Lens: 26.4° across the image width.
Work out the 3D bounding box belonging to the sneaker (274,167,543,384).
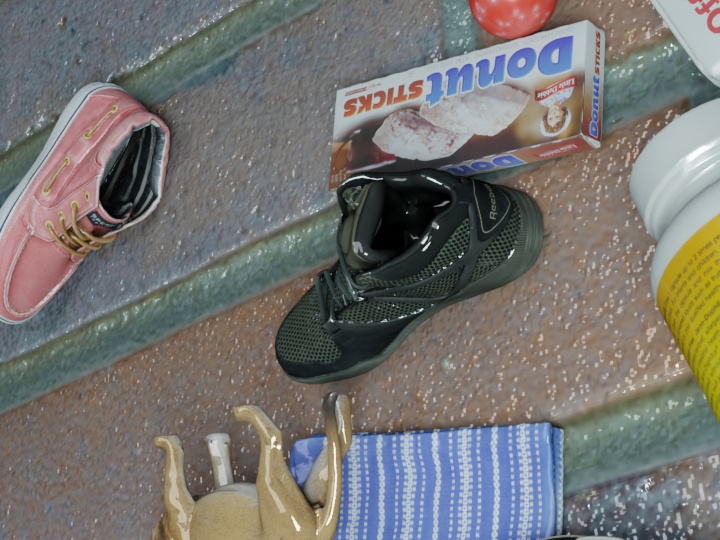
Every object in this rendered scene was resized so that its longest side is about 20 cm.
[{"bbox_3d":[0.000,0.000,0.906,0.198,0.114,0.077,-30,55,35],"label":"sneaker"}]

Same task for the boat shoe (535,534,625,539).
[{"bbox_3d":[0.117,0.168,0.760,0.198,0.060,0.075,-5,76,36],"label":"boat shoe"}]

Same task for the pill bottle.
[{"bbox_3d":[0.202,0.020,0.706,0.113,0.112,0.202,-41,51,26],"label":"pill bottle"}]

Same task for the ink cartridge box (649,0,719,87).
[{"bbox_3d":[0.233,-0.197,0.769,0.200,0.084,0.147,-43,51,25],"label":"ink cartridge box"}]

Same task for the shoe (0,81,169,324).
[{"bbox_3d":[-0.214,-0.041,1.149,0.091,0.071,0.202,32,94,50],"label":"shoe"}]

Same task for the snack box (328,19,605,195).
[{"bbox_3d":[0.061,-0.094,0.940,0.198,0.024,0.073,-10,68,42],"label":"snack box"}]

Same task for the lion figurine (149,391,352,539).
[{"bbox_3d":[-0.066,0.149,0.914,0.199,0.072,0.124,-27,66,49],"label":"lion figurine"}]

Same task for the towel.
[{"bbox_3d":[0.029,0.162,0.885,0.198,0.024,0.147,-9,71,41],"label":"towel"}]

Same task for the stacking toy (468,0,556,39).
[{"bbox_3d":[0.071,-0.230,0.946,0.085,0.085,0.202,-29,63,33],"label":"stacking toy"}]
